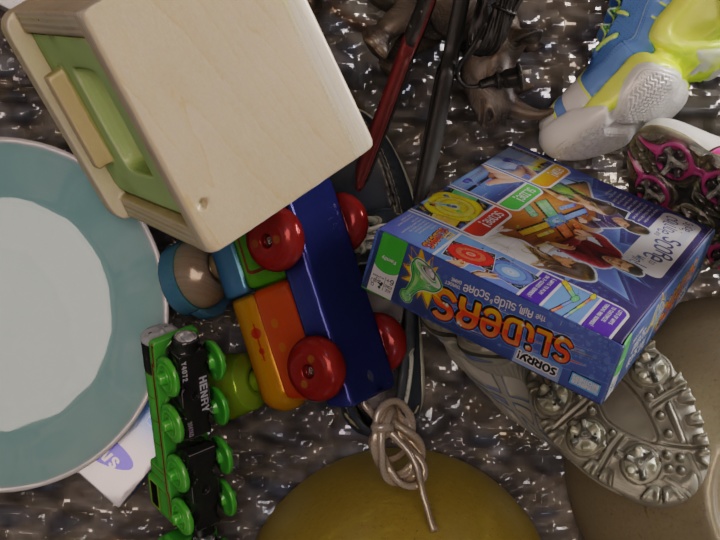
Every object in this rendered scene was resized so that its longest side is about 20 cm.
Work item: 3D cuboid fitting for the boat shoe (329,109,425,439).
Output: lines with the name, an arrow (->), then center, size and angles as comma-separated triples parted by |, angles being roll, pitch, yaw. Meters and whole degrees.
boat shoe -> 0.000, 0.000, 0.802 | 0.074, 0.062, 0.203 | -3, 88, 5

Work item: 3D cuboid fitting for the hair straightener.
hair straightener -> 0.061, -0.129, 0.751 | 0.076, 0.041, 0.203 | 19, 100, -1

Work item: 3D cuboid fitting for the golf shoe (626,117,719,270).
golf shoe -> 0.251, -0.037, 0.807 | 0.198, 0.073, 0.093 | 31, 52, 0

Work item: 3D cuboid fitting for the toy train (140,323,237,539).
toy train -> -0.098, 0.119, 0.765 | 0.041, 0.056, 0.203 | -19, 121, -31

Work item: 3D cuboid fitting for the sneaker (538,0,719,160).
sneaker -> 0.175, -0.153, 0.812 | 0.199, 0.076, 0.106 | -33, 71, 0

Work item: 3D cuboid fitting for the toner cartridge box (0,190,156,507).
toner cartridge box -> -0.186, 0.038, 0.809 | 0.200, 0.043, 0.095 | 41, 90, 0

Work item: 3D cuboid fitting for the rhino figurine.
rhino figurine -> 0.038, -0.157, 0.796 | 0.200, 0.060, 0.088 | 41, 89, 10

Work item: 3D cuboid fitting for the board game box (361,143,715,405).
board game box -> 0.103, -0.008, 0.722 | 0.134, 0.200, 0.035 | 26, 117, 18

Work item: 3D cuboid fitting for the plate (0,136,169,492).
plate -> -0.207, 0.025, 0.775 | 0.197, 0.026, 0.204 | 0, 88, -2

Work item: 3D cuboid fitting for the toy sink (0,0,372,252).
toy sink -> -0.104, -0.103, 0.710 | 0.111, 0.199, 0.131 | -34, 115, -17

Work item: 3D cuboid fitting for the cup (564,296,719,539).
cup -> 0.225, 0.116, 0.763 | 0.197, 0.143, 0.204 | 0, 89, 0

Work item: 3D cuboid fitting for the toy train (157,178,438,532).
toy train -> -0.037, 0.060, 0.746 | 0.115, 0.084, 0.203 | -18, 89, 32

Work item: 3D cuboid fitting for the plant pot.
plant pot -> 0.024, 0.211, 0.759 | 0.197, 0.142, 0.203 | 0, 90, -1

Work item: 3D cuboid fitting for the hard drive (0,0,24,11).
hard drive -> -0.145, -0.236, 0.822 | 0.131, 0.027, 0.202 | 25, 89, 0

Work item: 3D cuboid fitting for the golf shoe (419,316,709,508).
golf shoe -> 0.119, 0.068, 0.754 | 0.078, 0.098, 0.200 | -40, 52, -9
